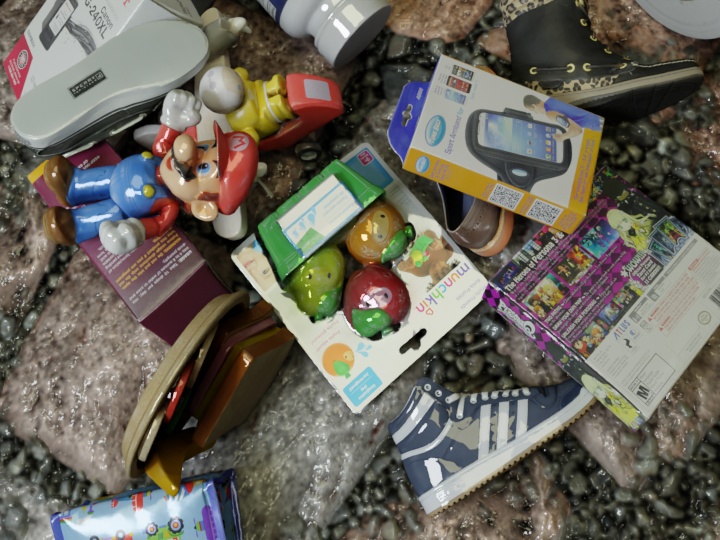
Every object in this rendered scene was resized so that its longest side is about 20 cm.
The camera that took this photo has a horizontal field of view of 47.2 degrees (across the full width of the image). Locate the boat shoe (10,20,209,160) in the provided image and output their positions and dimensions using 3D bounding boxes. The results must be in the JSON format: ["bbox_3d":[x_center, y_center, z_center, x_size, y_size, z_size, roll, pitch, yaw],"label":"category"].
[{"bbox_3d":[-0.233,-0.171,0.789,0.197,0.064,0.072,-29,73,-10],"label":"boat shoe"}]

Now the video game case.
[{"bbox_3d":[0.240,0.017,0.766,0.181,0.036,0.199,41,62,16],"label":"video game case"}]

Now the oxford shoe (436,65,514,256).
[{"bbox_3d":[0.112,-0.121,0.825,0.070,0.072,0.205,-19,64,41],"label":"oxford shoe"}]

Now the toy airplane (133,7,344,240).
[{"bbox_3d":[-0.141,-0.159,0.843,0.198,0.141,0.201,34,79,16],"label":"toy airplane"}]

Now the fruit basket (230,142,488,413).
[{"bbox_3d":[0.000,0.000,0.801,0.184,0.094,0.201,-39,75,-7],"label":"fruit basket"}]

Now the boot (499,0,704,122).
[{"bbox_3d":[0.243,-0.232,0.860,0.195,0.073,0.154,-11,73,10],"label":"boot"}]

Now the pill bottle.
[{"bbox_3d":[-0.062,-0.327,0.891,0.119,0.120,0.201,-42,87,-8],"label":"pill bottle"}]

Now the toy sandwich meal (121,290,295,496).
[{"bbox_3d":[-0.132,0.108,0.728,0.069,0.205,0.208,30,77,4],"label":"toy sandwich meal"}]

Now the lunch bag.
[{"bbox_3d":[-0.174,0.298,0.736,0.147,0.094,0.205,-12,83,1],"label":"lunch bag"}]

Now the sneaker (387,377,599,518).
[{"bbox_3d":[0.118,0.126,0.756,0.198,0.070,0.110,-33,73,-2],"label":"sneaker"}]

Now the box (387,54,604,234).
[{"bbox_3d":[0.127,-0.126,0.783,0.196,0.042,0.121,21,61,-3],"label":"box"}]

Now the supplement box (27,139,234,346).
[{"bbox_3d":[-0.227,-0.032,0.828,0.085,0.111,0.200,-40,71,-8],"label":"supplement box"}]

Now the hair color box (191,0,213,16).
[{"bbox_3d":[-0.199,-0.378,0.967,0.098,0.061,0.202,30,76,15],"label":"hair color box"}]

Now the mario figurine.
[{"bbox_3d":[-0.187,-0.089,0.726,0.195,0.106,0.126,-13,101,4],"label":"mario figurine"}]

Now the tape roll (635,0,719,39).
[{"bbox_3d":[0.356,-0.357,0.819,0.138,0.203,0.204,-37,71,-7],"label":"tape roll"}]

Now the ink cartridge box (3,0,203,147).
[{"bbox_3d":[-0.273,-0.236,0.864,0.200,0.083,0.146,-46,57,19],"label":"ink cartridge box"}]
